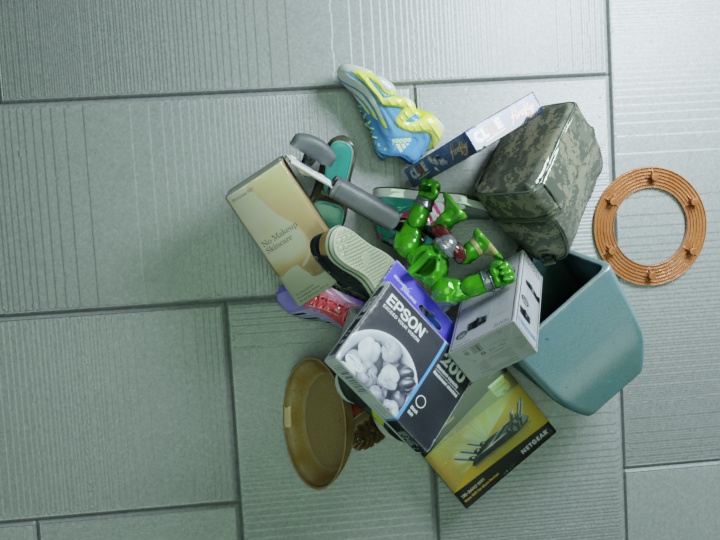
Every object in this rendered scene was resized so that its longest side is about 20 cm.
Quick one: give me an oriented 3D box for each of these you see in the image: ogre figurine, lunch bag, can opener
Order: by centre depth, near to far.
[{"bbox_3d":[0.124,-0.032,1.115,0.120,0.098,0.200,-41,90,9],"label":"ogre figurine"},{"bbox_3d":[-0.022,-0.135,1.126,0.199,0.053,0.067,28,103,-14],"label":"can opener"},{"bbox_3d":[0.290,-0.132,1.166,0.168,0.139,0.201,44,63,-30],"label":"lunch bag"}]

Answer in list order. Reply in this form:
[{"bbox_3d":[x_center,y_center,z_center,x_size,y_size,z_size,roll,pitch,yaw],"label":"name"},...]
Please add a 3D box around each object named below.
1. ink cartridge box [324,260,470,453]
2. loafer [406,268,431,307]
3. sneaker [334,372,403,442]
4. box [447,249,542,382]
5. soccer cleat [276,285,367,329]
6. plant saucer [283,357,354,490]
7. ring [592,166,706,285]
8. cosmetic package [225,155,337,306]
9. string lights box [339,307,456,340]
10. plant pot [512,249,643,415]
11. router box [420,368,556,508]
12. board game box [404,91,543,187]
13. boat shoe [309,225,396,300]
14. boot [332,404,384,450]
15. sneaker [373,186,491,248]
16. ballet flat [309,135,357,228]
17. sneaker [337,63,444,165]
[{"bbox_3d":[0.073,0.117,1.065,0.198,0.043,0.200,46,59,-16],"label":"ink cartridge box"},{"bbox_3d":[0.026,0.008,1.210,0.198,0.067,0.077,16,92,-5],"label":"loafer"},{"bbox_3d":[0.041,0.189,1.093,0.075,0.084,0.200,-54,128,-15],"label":"sneaker"},{"bbox_3d":[0.204,0.063,1.112,0.116,0.200,0.060,-32,108,28],"label":"box"},{"bbox_3d":[-0.038,0.064,1.204,0.199,0.076,0.067,20,91,-6],"label":"soccer cleat"},{"bbox_3d":[-0.061,0.236,1.171,0.035,0.200,0.202,1,94,-32],"label":"plant saucer"},{"bbox_3d":[0.492,-0.074,1.267,0.198,0.019,0.202,0,94,-5],"label":"ring"},{"bbox_3d":[-0.106,-0.059,1.131,0.105,0.071,0.201,-33,105,4],"label":"cosmetic package"},{"bbox_3d":[0.068,0.122,1.160,0.198,0.059,0.103,7,118,-23],"label":"string lights box"},{"bbox_3d":[0.326,0.109,1.187,0.196,0.196,0.200,-40,106,-1],"label":"plant pot"},{"bbox_3d":[0.198,0.267,1.247,0.200,0.052,0.158,-41,95,-1],"label":"router box"},{"bbox_3d":[0.164,-0.192,1.125,0.135,0.200,0.035,-33,95,-23],"label":"board game box"},{"bbox_3d":[0.000,0.000,1.094,0.200,0.062,0.075,39,60,-42],"label":"boat shoe"},{"bbox_3d":[0.039,0.208,1.220,0.199,0.107,0.076,-19,119,-30],"label":"boot"},{"bbox_3d":[0.114,-0.065,1.204,0.198,0.084,0.122,6,89,2],"label":"sneaker"},{"bbox_3d":[-0.048,-0.116,1.192,0.067,0.068,0.201,19,104,-6],"label":"ballet flat"},{"bbox_3d":[0.033,-0.239,1.192,0.199,0.076,0.106,31,91,-6],"label":"sneaker"}]
